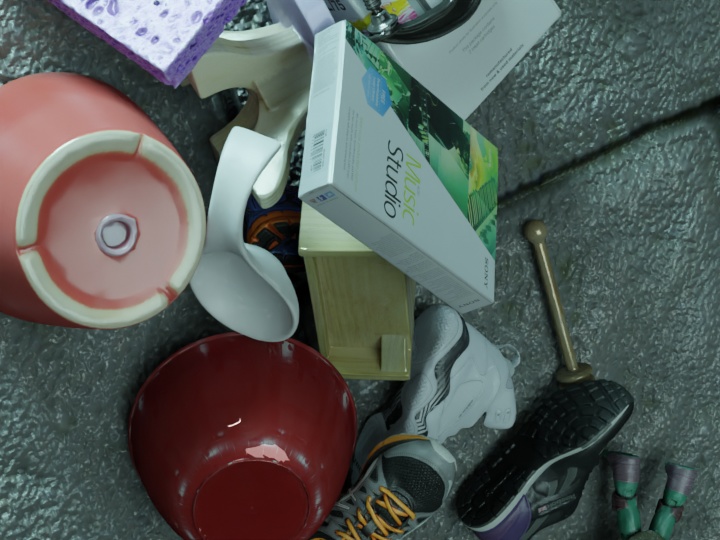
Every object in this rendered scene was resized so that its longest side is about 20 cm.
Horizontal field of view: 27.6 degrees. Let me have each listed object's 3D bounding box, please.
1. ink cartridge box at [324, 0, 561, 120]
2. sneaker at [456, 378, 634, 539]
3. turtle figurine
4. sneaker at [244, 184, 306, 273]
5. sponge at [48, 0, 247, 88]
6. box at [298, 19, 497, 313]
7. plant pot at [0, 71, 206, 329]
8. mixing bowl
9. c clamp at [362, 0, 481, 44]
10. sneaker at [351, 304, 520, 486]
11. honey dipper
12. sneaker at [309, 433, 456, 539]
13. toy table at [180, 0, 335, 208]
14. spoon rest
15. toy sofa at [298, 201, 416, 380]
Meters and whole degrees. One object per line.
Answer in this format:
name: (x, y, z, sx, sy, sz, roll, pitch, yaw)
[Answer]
ink cartridge box: (0.031, -0.240, 1.213, 0.146, 0.146, 0.200, -47, 115, -11)
sneaker: (0.188, 0.189, 1.407, 0.199, 0.076, 0.088, -41, 127, 6)
turtle figurine: (0.274, 0.288, 1.463, 0.148, 0.100, 0.203, 14, 87, -28)
sneaker: (-0.020, -0.042, 1.263, 0.198, 0.079, 0.075, 12, 132, -44)
sponge: (-0.179, -0.231, 1.097, 0.112, 0.199, 0.030, -51, 159, -10)
box: (0.035, -0.074, 1.101, 0.199, 0.036, 0.146, 35, 49, -42)
plant pot: (-0.209, -0.043, 1.107, 0.198, 0.177, 0.204, -6, 103, -26)
mixing bowl: (-0.092, 0.163, 1.202, 0.197, 0.109, 0.203, -4, 118, -8)
c clamp: (0.008, -0.254, 1.106, 0.170, 0.027, 0.201, -40, 112, -20)
sneaker: (0.074, 0.141, 1.342, 0.114, 0.075, 0.202, 23, 90, -30)
honey dipper: (0.190, 0.046, 1.412, 0.038, 0.038, 0.203, -23, 104, -21)
sneaker: (0.008, 0.216, 1.264, 0.078, 0.077, 0.200, 42, 120, -6)
toy table: (-0.074, -0.146, 1.170, 0.116, 0.184, 0.201, -31, 144, -8)
spoon rest: (-0.091, -0.014, 1.120, 0.202, 0.098, 0.061, 93, 23, -46)
toy sofa: (0.000, 0.000, 1.204, 0.081, 0.201, 0.099, 1, 56, 5)
